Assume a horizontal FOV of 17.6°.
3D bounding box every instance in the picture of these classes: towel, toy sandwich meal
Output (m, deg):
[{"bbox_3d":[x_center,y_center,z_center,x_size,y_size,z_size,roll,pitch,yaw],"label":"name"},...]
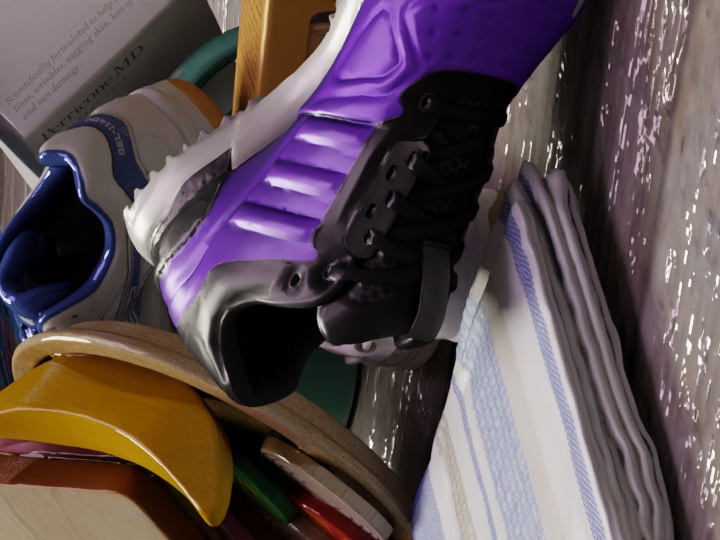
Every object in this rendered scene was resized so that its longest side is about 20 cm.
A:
[{"bbox_3d":[0.053,0.082,0.741,0.200,0.024,0.147,103,159,-51],"label":"towel"},{"bbox_3d":[-0.069,0.093,0.903,0.070,0.205,0.205,-60,1,-24],"label":"toy sandwich meal"}]

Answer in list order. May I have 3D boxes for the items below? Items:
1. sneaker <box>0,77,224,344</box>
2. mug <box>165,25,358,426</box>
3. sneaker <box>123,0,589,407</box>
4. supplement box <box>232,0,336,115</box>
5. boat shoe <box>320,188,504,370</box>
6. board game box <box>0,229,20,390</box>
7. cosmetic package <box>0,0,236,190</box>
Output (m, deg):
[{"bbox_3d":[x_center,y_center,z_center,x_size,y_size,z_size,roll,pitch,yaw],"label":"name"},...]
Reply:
[{"bbox_3d":[-0.121,0.008,0.957,0.075,0.088,0.200,41,130,25],"label":"sneaker"},{"bbox_3d":[-0.072,-0.007,1.075,0.152,0.114,0.186,127,140,-69],"label":"mug"},{"bbox_3d":[0.013,-0.028,0.721,0.200,0.069,0.100,-43,52,31],"label":"sneaker"},{"bbox_3d":[-0.011,-0.118,0.922,0.069,0.066,0.201,-113,27,-60],"label":"supplement box"},{"bbox_3d":[0.000,0.000,0.864,0.200,0.069,0.071,155,113,-76],"label":"boat shoe"},{"bbox_3d":[-0.172,0.013,1.046,0.103,0.019,0.201,72,-176,-75],"label":"board game box"},{"bbox_3d":[-0.122,-0.086,1.129,0.081,0.113,0.200,43,173,18],"label":"cosmetic package"}]
